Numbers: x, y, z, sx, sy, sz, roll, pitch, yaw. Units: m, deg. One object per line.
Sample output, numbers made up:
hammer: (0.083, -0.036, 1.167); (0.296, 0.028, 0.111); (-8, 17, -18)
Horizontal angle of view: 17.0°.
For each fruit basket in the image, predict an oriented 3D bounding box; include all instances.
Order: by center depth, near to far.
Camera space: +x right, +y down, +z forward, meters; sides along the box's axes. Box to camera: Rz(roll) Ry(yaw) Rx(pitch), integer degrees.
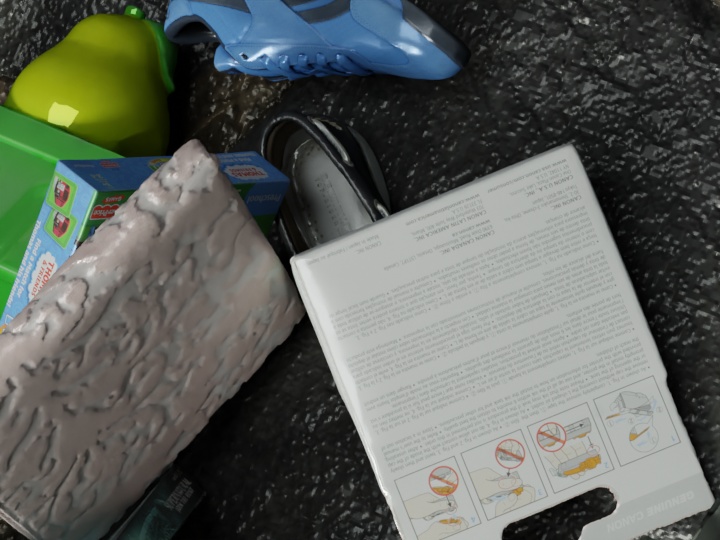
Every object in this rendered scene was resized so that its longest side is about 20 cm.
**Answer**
fruit basket: (-0.175, -0.048, 1.390); (0.215, 0.156, 0.216); (-4, 40, 3)

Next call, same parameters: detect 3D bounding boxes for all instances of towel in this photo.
towel: (-0.123, 0.047, 1.238); (0.032, 0.191, 0.200); (38, 80, 26)

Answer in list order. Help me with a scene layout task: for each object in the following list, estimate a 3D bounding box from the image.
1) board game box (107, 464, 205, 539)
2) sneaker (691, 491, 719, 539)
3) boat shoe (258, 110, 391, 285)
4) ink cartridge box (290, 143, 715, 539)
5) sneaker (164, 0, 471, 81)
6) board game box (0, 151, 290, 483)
board game box: (-0.150, 0.180, 1.279); (0.028, 0.200, 0.135); (41, 100, -1)
sneaker: (0.218, 0.105, 1.172); (0.079, 0.075, 0.201); (26, 99, 16)
boat shoe: (0.000, 0.000, 1.307); (0.074, 0.060, 0.201); (-29, 67, 21)
ink cartridge box: (0.072, 0.056, 1.244); (0.160, 0.050, 0.201); (-22, 87, -1)
sneaker: (-0.027, -0.128, 1.340); (0.200, 0.066, 0.079); (24, 80, 35)
board game box: (-0.131, 0.033, 1.289); (0.037, 0.151, 0.200); (38, 116, 30)
